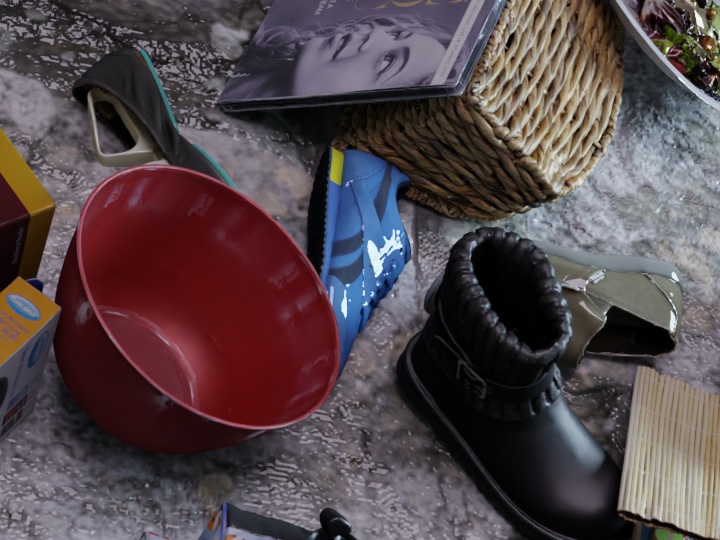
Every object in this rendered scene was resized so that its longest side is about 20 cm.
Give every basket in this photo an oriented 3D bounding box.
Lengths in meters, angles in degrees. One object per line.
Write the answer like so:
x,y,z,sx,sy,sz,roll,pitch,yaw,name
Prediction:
0.097,-0.128,1.857,0.143,0.149,0.200,46,45,-26,basket

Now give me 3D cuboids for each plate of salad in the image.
0.241,-0.205,1.918,0.200,0.048,0.200,42,25,-25,plate of salad

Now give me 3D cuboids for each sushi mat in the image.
0.226,0.127,1.689,0.095,0.012,0.200,16,28,2,sushi mat

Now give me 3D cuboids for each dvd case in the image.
0.008,-0.174,1.811,0.199,0.016,0.149,-1,44,31,dvd case

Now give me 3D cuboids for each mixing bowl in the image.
-0.124,0.042,1.610,0.200,0.108,0.201,26,43,-26,mixing bowl

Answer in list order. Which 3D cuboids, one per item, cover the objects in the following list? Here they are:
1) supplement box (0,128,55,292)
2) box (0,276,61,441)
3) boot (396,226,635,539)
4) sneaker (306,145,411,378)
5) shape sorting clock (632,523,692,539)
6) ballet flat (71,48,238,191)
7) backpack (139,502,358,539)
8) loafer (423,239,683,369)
-0.339,-0.039,1.599,0.200,0.133,0.197,-25,66,-32,supplement box
-0.254,0.090,1.541,0.041,0.119,0.200,38,53,11,box
0.118,0.084,1.642,0.211,0.158,0.079,43,55,8,boot
0.000,0.000,1.728,0.078,0.066,0.201,16,51,-11,sneaker
0.277,0.203,1.676,0.199,0.039,0.200,14,45,-15,shape sorting clock
-0.143,-0.073,1.740,0.068,0.068,0.200,-22,53,-20,ballet flat
-0.084,0.249,1.444,0.153,0.200,0.191,6,60,-8,backpack
0.142,0.027,1.748,0.199,0.075,0.070,0,50,-19,loafer
